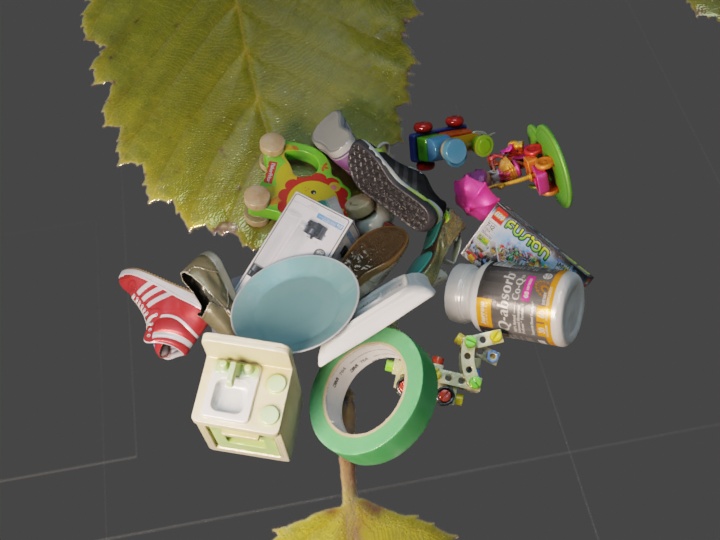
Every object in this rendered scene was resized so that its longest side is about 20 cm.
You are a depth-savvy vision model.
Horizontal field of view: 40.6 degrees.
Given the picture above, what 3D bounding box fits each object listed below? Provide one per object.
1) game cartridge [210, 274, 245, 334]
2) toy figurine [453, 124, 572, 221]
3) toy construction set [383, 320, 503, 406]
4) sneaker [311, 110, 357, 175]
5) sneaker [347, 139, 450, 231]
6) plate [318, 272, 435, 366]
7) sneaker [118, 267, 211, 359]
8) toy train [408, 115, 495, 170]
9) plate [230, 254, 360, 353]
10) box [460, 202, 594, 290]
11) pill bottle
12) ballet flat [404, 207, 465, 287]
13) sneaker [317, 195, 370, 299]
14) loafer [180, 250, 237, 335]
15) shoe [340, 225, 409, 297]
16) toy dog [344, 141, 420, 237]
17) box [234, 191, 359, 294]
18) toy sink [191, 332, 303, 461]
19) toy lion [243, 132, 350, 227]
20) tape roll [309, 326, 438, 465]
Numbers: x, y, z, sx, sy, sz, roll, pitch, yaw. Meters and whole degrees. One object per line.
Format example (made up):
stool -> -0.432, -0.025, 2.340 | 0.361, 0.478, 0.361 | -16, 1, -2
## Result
game cartridge -> -0.149, 0.059, 1.593 | 0.198, 0.041, 0.134 | -13, 60, -8
toy figurine -> 0.246, -0.164, 1.695 | 0.182, 0.151, 0.201 | -19, 34, 0
toy construction set -> 0.114, 0.137, 1.497 | 0.198, 0.092, 0.133 | 10, 80, 17
sneaker -> -0.023, -0.212, 1.763 | 0.073, 0.114, 0.201 | -40, 29, 10
sneaker -> 0.063, -0.141, 1.604 | 0.200, 0.072, 0.083 | 46, 42, 8
plate -> 0.017, 0.062, 1.469 | 0.199, 0.200, 0.032 | -32, 96, 3
sneaker -> -0.334, 0.072, 1.567 | 0.199, 0.071, 0.113 | 19, 70, 29
toy train -> 0.195, -0.228, 1.723 | 0.198, 0.086, 0.115 | -15, 20, -28
plate -> -0.096, 0.055, 1.447 | 0.198, 0.026, 0.201 | -8, 44, 8
box -> 0.270, -0.008, 1.591 | 0.200, 0.035, 0.111 | 42, 107, 26
pill bottle -> 0.239, 0.048, 1.517 | 0.198, 0.117, 0.117 | 8, 53, 31
ballet flat -> 0.125, -0.017, 1.626 | 0.070, 0.071, 0.201 | 19, 60, 14
sneaker -> -0.042, -0.021, 1.614 | 0.079, 0.071, 0.202 | -21, 73, -3
loafer -> -0.216, 0.070, 1.493 | 0.069, 0.075, 0.201 | -24, 80, -38
shoe -> 0.000, 0.000, 1.544 | 0.070, 0.054, 0.200 | 40, 63, 20
toy dog -> 0.057, -0.114, 1.663 | 0.096, 0.132, 0.201 | 12, 63, 36
box -> -0.101, -0.010, 1.546 | 0.116, 0.060, 0.201 | 29, 79, 18
toy sink -> -0.162, 0.189, 1.398 | 0.129, 0.201, 0.113 | 8, 61, 6
toy lion -> -0.101, -0.137, 1.716 | 0.190, 0.069, 0.202 | 11, 56, 0
tape roll -> 0.017, 0.183, 1.437 | 0.199, 0.048, 0.202 | -20, 52, 27
